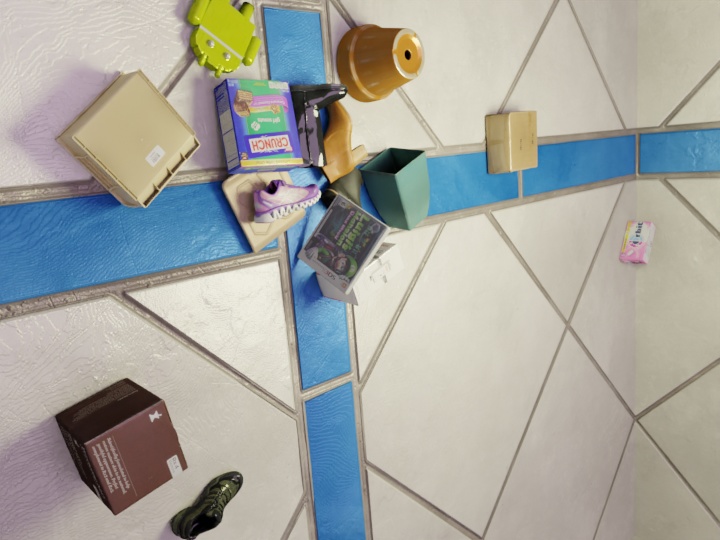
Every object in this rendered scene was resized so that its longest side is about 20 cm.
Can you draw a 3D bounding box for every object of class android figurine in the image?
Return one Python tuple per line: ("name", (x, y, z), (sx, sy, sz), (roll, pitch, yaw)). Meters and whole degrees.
("android figurine", (-0.313, -0.540, 1.387), (0.181, 0.041, 0.203), (32, 72, -40))

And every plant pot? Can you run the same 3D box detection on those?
("plant pot", (0.114, -0.226, 1.753), (0.141, 0.140, 0.202), (-39, 127, -32))
("plant pot", (0.067, -0.565, 1.633), (0.198, 0.182, 0.204), (-6, 100, -41))

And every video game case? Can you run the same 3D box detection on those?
("video game case", (-0.045, -0.070, 1.561), (0.201, 0.181, 0.023), (-56, 154, 2))

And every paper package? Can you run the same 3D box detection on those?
("paper package", (0.531, -0.450, 2.128), (0.189, 0.103, 0.204), (-16, 105, -42))

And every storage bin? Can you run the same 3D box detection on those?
("storage bin", (-0.465, -0.266, 1.244), (0.199, 0.093, 0.201), (51, 62, -35))

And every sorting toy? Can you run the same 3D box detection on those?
("sorting toy", (-0.238, -0.174, 1.506), (0.185, 0.036, 0.202), (-41, 125, -32))

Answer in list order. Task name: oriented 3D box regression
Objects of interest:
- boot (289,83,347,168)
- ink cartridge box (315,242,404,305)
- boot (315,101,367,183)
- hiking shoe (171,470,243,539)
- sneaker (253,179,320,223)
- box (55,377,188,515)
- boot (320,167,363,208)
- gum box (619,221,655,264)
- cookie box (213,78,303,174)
("boot", (-0.104, -0.365, 1.549), (0.162, 0.066, 0.204), (-6, 92, -11))
("ink cartridge box", (0.000, 0.000, 1.664), (0.199, 0.145, 0.084), (-37, 121, -34))
("boot", (-0.082, -0.347, 1.606), (0.143, 0.071, 0.203), (-33, 100, -14))
("hiking shoe", (-0.345, 0.567, 1.446), (0.199, 0.100, 0.077), (-40, 120, -32))
("sneaker", (-0.182, -0.185, 1.483), (0.199, 0.080, 0.090), (-28, 110, -37))
("box", (-0.483, 0.345, 1.228), (0.163, 0.198, 0.169), (-27, 112, -36))
("boot", (-0.007, -0.194, 1.688), (0.200, 0.077, 0.140), (47, 60, -36))
("gum box", (1.306, -0.126, 2.868), (0.066, 0.113, 0.203), (24, 78, -41))
("cookie box", (-0.237, -0.336, 1.425), (0.169, 0.075, 0.204), (-10, 90, -37))
